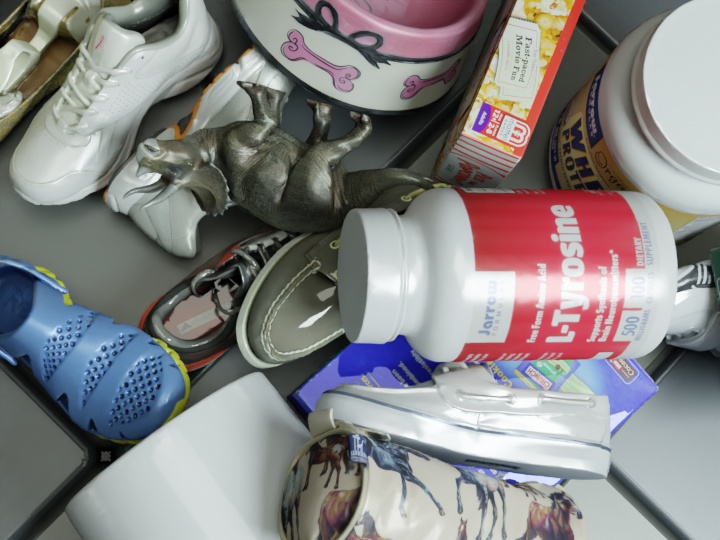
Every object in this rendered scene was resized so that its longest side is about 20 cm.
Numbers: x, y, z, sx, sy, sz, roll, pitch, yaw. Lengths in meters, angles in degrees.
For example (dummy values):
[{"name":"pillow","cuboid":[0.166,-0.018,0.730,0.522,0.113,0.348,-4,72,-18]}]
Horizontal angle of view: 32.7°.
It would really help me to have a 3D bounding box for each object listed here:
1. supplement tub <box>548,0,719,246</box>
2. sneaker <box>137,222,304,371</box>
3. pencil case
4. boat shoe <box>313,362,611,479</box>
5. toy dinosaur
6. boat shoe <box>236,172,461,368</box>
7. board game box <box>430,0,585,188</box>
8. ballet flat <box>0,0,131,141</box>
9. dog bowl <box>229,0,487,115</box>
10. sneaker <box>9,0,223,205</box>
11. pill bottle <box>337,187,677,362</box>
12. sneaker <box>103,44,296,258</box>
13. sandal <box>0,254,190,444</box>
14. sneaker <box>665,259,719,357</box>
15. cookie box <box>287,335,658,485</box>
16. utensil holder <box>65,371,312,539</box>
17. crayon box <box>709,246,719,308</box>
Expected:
[{"name":"supplement tub","cuboid":[0.224,-0.099,0.865,0.144,0.200,0.144,1,79,-6]},{"name":"sneaker","cuboid":[-0.067,0.006,0.871,0.200,0.082,0.077,-37,85,-12]},{"name":"pencil case","cuboid":[0.049,0.149,0.747,0.200,0.078,0.089,21,68,-33]},{"name":"boat shoe","cuboid":[0.069,0.092,0.806,0.200,0.074,0.065,12,73,-13]},{"name":"toy dinosaur","cuboid":[-0.049,-0.069,0.838,0.200,0.077,0.102,17,97,-5]},{"name":"boat shoe","cuboid":[-0.001,-0.003,0.851,0.202,0.060,0.072,-40,116,-30]},{"name":"board game box","cuboid":[0.114,-0.156,0.889,0.046,0.152,0.200,23,78,-2]},{"name":"ballet flat","cuboid":[-0.237,-0.164,0.893,0.071,0.071,0.200,40,77,2]},{"name":"dog bowl","cuboid":[0.006,-0.215,0.886,0.200,0.074,0.200,14,56,-22]},{"name":"sneaker","cuboid":[-0.184,-0.136,0.873,0.078,0.099,0.200,33,74,15]},{"name":"pill bottle","cuboid":[0.091,0.003,0.791,0.200,0.112,0.112,0,79,-14]},{"name":"sneaker","cuboid":[-0.088,-0.092,0.900,0.200,0.076,0.092,-45,94,-5]},{"name":"sandal","cuboid":[-0.200,0.048,0.810,0.200,0.087,0.080,26,80,27]},{"name":"sneaker","cuboid":[0.273,0.049,0.895,0.200,0.075,0.115,-11,80,-23]},{"name":"cookie box","cuboid":[0.077,0.088,0.876,0.200,0.075,0.171,-40,86,-12]},{"name":"utensil holder","cuboid":[-0.070,0.190,0.796,0.170,0.170,0.200,-35,82,-12]},{"name":"crayon box","cuboid":[0.347,0.039,0.865,0.200,0.052,0.126,-1,76,-26]}]
